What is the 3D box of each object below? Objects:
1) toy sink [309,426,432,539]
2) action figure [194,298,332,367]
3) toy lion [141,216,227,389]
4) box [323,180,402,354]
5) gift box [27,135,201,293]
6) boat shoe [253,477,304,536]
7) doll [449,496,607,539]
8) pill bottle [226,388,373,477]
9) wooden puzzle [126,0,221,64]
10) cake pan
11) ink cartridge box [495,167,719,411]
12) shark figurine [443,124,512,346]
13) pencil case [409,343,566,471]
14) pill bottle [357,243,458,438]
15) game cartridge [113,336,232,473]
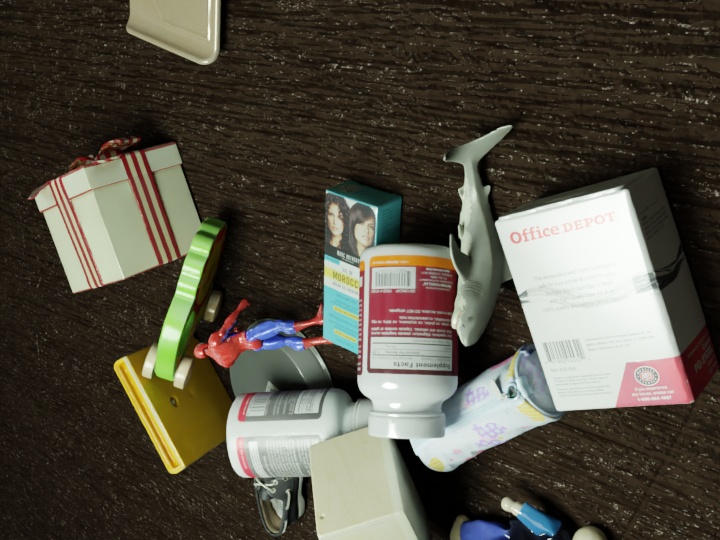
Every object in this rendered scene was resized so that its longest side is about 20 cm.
[{"bbox_3d":[0.017,0.309,1.007,0.110,0.131,0.202,-18,129,5],"label":"toy sink"},{"bbox_3d":[-0.133,0.074,1.127,0.197,0.100,0.066,-15,127,11],"label":"action figure"},{"bbox_3d":[-0.233,0.033,1.148,0.068,0.202,0.193,18,137,-3],"label":"toy lion"},{"bbox_3d":[0.000,0.000,1.011,0.081,0.049,0.203,21,121,34],"label":"box"},{"bbox_3d":[-0.357,-0.085,1.201,0.183,0.199,0.190,-13,98,39],"label":"gift box"},{"bbox_3d":[-0.129,0.318,1.227,0.073,0.060,0.202,24,137,26],"label":"boat shoe"},{"bbox_3d":[0.197,0.320,0.970,0.198,0.048,0.138,-15,107,44],"label":"doll"},{"bbox_3d":[-0.066,0.213,1.084,0.196,0.111,0.113,-5,107,15],"label":"pill bottle"},{"bbox_3d":[-0.238,-0.391,1.073,0.184,0.037,0.203,28,121,31],"label":"wooden puzzle"},{"bbox_3d":[-0.119,0.171,1.202,0.198,0.037,0.204,18,119,36],"label":"cake pan"},{"bbox_3d":[0.232,0.021,0.785,0.143,0.084,0.203,-13,100,44],"label":"ink cartridge box"},{"bbox_3d":[0.140,-0.035,0.870,0.088,0.128,0.219,0,92,15],"label":"shark figurine"},{"bbox_3d":[0.140,0.159,0.925,0.084,0.090,0.200,56,135,6],"label":"pencil case"},{"bbox_3d":[0.052,0.078,0.907,0.112,0.112,0.204,-4,81,43],"label":"pill bottle"},{"bbox_3d":[-0.265,0.189,1.235,0.032,0.200,0.178,-30,87,17],"label":"game cartridge"}]
